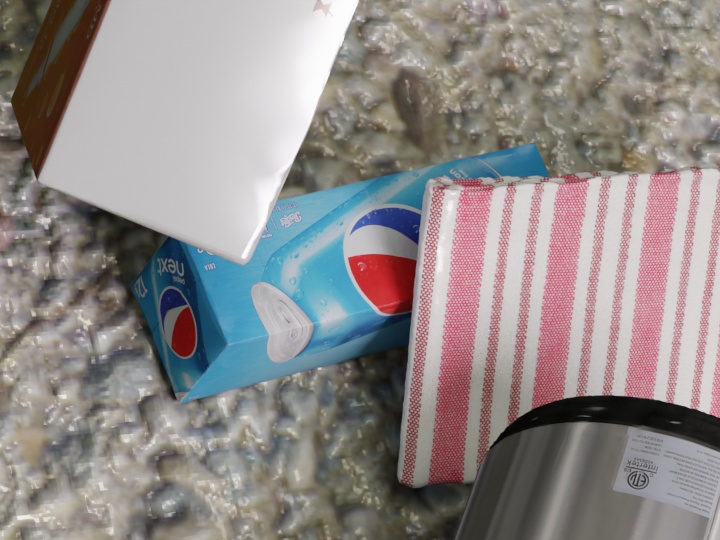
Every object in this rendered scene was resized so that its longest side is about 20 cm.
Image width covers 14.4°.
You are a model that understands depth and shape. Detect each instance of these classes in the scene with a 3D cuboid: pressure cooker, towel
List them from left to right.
[{"bbox_3d":[0.104,0.023,1.337,0.199,0.030,0.147,-4,108,-31],"label":"towel"},{"bbox_3d":[0.105,0.175,1.212,0.179,0.175,0.201,45,51,-34],"label":"pressure cooker"}]

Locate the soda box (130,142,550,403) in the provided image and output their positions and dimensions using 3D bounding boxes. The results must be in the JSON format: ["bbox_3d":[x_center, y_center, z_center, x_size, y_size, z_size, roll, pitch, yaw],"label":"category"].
[{"bbox_3d":[0.000,0.000,1.327,0.199,0.068,0.064,-14,71,-31],"label":"soda box"}]

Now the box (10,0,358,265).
[{"bbox_3d":[-0.081,-0.095,1.241,0.097,0.200,0.125,21,98,-14],"label":"box"}]
